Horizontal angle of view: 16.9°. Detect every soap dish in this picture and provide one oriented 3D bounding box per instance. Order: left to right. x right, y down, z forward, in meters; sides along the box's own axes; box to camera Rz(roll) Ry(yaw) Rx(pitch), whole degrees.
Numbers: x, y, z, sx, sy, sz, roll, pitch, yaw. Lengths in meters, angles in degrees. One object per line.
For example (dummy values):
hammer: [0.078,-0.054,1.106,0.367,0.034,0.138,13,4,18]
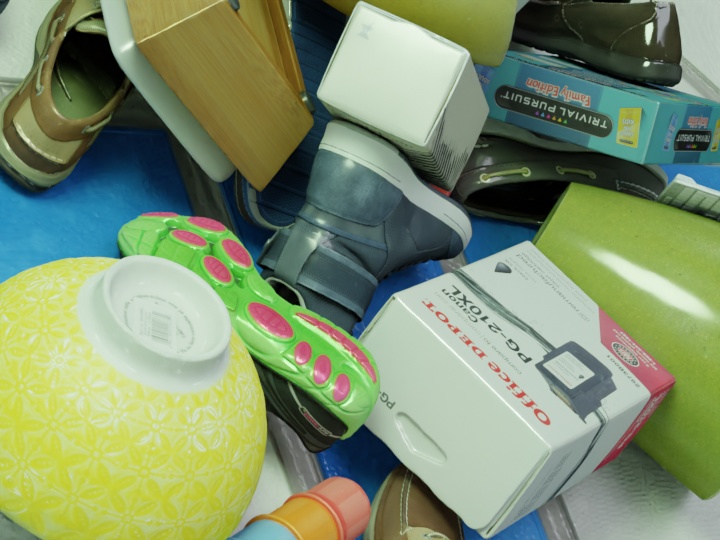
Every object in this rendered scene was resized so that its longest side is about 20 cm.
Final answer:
soap dish: [-0.102,-0.170,1.533,0.157,0.081,0.201,52,17,-46]

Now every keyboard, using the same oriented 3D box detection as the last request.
keyboard: [0.234,-0.034,1.759,0.056,0.200,0.011,24,78,0]

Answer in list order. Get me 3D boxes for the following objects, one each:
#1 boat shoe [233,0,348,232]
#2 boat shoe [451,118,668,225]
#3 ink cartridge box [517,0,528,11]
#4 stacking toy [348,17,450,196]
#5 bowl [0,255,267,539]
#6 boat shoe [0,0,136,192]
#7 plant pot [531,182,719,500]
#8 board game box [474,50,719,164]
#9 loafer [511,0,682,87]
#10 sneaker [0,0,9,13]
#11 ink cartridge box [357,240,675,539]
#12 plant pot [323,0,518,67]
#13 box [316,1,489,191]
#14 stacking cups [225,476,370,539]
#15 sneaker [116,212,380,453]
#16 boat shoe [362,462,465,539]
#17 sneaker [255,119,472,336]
boat shoe: [-0.055,-0.115,1.624,0.072,0.072,0.201,27,64,-34]
boat shoe: [0.145,-0.060,1.780,0.201,0.072,0.061,11,55,-31]
ink cartridge box: [0.079,-0.240,1.796,0.086,0.146,0.201,36,41,-13]
stacking toy: [0.004,-0.131,1.699,0.085,0.085,0.201,-21,80,-49]
bowl: [-0.130,0.056,1.363,0.199,0.108,0.201,21,38,-17]
boat shoe: [-0.169,-0.131,1.532,0.076,0.074,0.201,37,41,-16]
plant pot: [0.208,0.030,1.706,0.199,0.188,0.187,32,40,2]
board game box: [0.174,-0.119,1.763,0.150,0.047,0.200,19,10,23]
loafer: [0.174,-0.194,1.840,0.073,0.072,0.199,6,13,-46]
sneaker: [-0.259,-0.177,1.488,0.081,0.074,0.200,43,41,-14]
ink cartridge box: [0.095,0.073,1.573,0.145,0.085,0.200,44,28,15]
plant pot: [0.026,-0.237,1.569,0.141,0.201,0.201,3,52,-4]
box: [0.031,-0.109,1.563,0.082,0.069,0.200,25,-2,10]
stacking cups: [-0.063,0.170,1.413,0.061,0.060,0.200,53,37,3]
sneaker: [-0.080,0.040,1.486,0.200,0.084,0.077,41,38,17]
boat shoe: [0.048,0.198,1.482,0.075,0.072,0.201,24,46,-29]
sneaker: [-0.002,-0.001,1.582,0.147,0.077,0.202,-67,153,-6]
